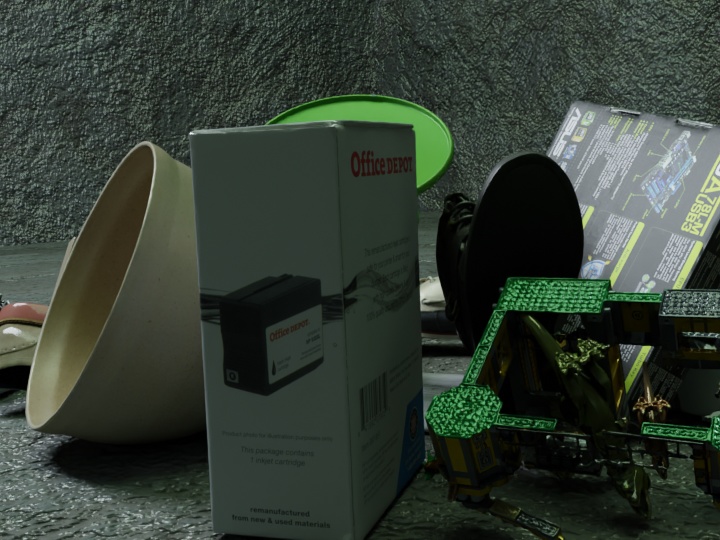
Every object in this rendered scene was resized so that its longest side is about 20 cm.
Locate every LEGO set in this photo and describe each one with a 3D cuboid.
[{"bbox_3d":[0.136,0.087,0.507,0.197,0.117,0.155,-4,35,20],"label":"LEGO set"}]

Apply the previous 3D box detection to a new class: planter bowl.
[{"bbox_3d":[-0.127,0.033,0.693,0.134,0.203,0.200,25,-6,-25],"label":"planter bowl"}]

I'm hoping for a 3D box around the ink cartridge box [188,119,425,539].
[{"bbox_3d":[-0.022,0.024,0.547,0.082,0.203,0.145,0,7,18],"label":"ink cartridge box"}]

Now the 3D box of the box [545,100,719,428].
[{"bbox_3d":[0.177,-0.014,0.713,0.047,0.202,0.193,27,1,-33],"label":"box"}]

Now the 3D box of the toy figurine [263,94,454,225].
[{"bbox_3d":[0.000,0.000,0.748,0.148,0.186,0.201,-6,37,-1],"label":"toy figurine"}]

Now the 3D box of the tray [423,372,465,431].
[{"bbox_3d":[0.053,0.092,0.728,0.197,0.023,0.107,0,8,24],"label":"tray"}]

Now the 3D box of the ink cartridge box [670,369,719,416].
[{"bbox_3d":[0.261,0.050,0.738,0.145,0.084,0.199,-6,6,-31],"label":"ink cartridge box"}]

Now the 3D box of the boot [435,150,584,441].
[{"bbox_3d":[0.080,-0.008,0.654,0.068,0.203,0.175,-5,29,-7],"label":"boot"}]

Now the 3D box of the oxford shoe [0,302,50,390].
[{"bbox_3d":[-0.203,0.084,0.803,0.197,0.071,0.075,8,50,6],"label":"oxford shoe"}]

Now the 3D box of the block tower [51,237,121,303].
[{"bbox_3d":[-0.147,0.030,0.831,0.198,0.055,0.058,23,-27,-24],"label":"block tower"}]

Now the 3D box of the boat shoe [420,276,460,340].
[{"bbox_3d":[0.084,0.036,0.957,0.197,0.064,0.071,6,3,24],"label":"boat shoe"}]

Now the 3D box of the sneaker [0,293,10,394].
[{"bbox_3d":[-0.319,0.057,0.916,0.073,0.083,0.200,-3,6,0],"label":"sneaker"}]
